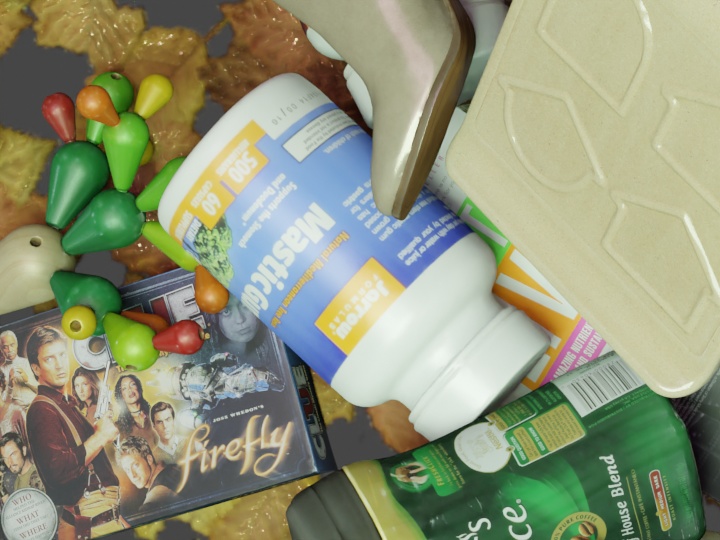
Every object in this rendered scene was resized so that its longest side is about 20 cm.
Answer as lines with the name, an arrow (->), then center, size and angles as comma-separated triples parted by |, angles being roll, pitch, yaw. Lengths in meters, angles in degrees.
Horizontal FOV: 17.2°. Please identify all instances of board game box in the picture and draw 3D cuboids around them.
board game box -> -0.126, 0.077, 1.374 | 0.200, 0.035, 0.136 | -18, 82, 17

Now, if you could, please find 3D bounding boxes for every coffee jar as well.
coffee jar -> 0.066, 0.123, 1.185 | 0.200, 0.104, 0.085 | -23, 36, -8

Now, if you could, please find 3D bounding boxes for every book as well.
book -> 0.106, 0.018, 1.296 | 0.200, 0.048, 0.134 | 34, 105, 16

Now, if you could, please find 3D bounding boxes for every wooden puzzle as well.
wooden puzzle -> 0.139, -0.067, 1.129 | 0.185, 0.046, 0.200 | 47, 137, 22

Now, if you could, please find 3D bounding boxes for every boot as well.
boot -> -0.009, -0.142, 1.204 | 0.146, 0.070, 0.200 | 20, 86, 6

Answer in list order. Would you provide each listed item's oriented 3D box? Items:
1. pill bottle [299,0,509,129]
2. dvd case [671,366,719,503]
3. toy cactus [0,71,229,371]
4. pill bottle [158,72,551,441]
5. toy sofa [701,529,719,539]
pill bottle -> 0.006, -0.185, 1.296 | 0.114, 0.114, 0.200 | -28, 79, 16
dvd case -> 0.254, 0.077, 1.225 | 0.200, 0.016, 0.149 | 31, 107, 6
toy cactus -> -0.160, -0.019, 1.342 | 0.165, 0.102, 0.200 | -27, 64, 23
pill bottle -> 0.000, 0.000, 1.251 | 0.200, 0.112, 0.112 | 43, 101, 9
toy sofa -> 0.140, 0.185, 1.265 | 0.200, 0.098, 0.083 | 12, 117, 18
